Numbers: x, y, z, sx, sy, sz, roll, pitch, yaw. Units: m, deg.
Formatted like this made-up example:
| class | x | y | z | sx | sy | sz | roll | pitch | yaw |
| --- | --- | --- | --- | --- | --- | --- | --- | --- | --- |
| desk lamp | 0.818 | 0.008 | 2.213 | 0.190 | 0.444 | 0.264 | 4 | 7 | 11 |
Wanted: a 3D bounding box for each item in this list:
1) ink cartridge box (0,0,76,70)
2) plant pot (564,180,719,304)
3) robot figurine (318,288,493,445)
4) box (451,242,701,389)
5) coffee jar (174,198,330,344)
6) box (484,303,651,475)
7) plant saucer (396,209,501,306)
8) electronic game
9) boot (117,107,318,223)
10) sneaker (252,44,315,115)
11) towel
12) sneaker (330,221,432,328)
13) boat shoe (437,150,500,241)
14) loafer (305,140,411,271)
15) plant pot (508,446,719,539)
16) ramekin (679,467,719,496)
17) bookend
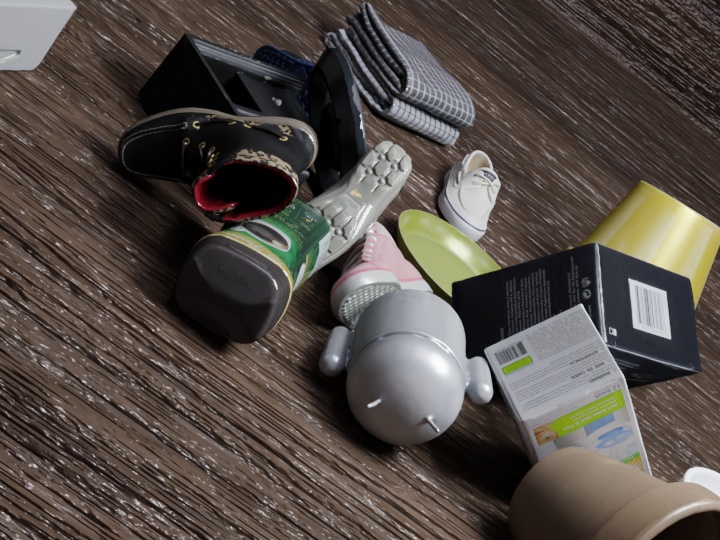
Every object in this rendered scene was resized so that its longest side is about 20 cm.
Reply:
| class | x | y | z | sx | sy | sz | roll | pitch | yaw |
| --- | --- | --- | --- | --- | --- | --- | --- | --- | --- |
| ink cartridge box | -0.399 | -0.295 | 1.583 | 0.200 | 0.083 | 0.145 | 47 | 23 | 12 |
| plant pot | 0.369 | -0.005 | 2.100 | 0.200 | 0.189 | 0.201 | 31 | 6 | -3 |
| robot figurine | 0.045 | 0.093 | 1.556 | 0.169 | 0.113 | 0.200 | 8 | 26 | 0 |
| box | 0.237 | 0.063 | 1.778 | 0.196 | 0.199 | 0.118 | 17 | 64 | -46 |
| coffee jar | -0.101 | -0.006 | 1.527 | 0.104 | 0.086 | 0.200 | 28 | 24 | 3 |
| box | 0.213 | 0.147 | 1.622 | 0.200 | 0.112 | 0.102 | 66 | 0 | -48 |
| plant saucer | 0.115 | 0.007 | 1.938 | 0.200 | 0.031 | 0.200 | 34 | 24 | -17 |
| electronic game | -0.023 | -0.152 | 1.825 | 0.041 | 0.201 | 0.200 | -8 | 41 | -13 |
| boot | -0.143 | -0.100 | 1.540 | 0.199 | 0.074 | 0.151 | 2 | 22 | 0 |
| sneaker | -0.052 | -0.219 | 1.991 | 0.078 | 0.070 | 0.200 | 15 | 20 | -49 |
| towel | 0.062 | -0.284 | 2.311 | 0.165 | 0.086 | 0.200 | 17 | 33 | -47 |
| sneaker | 0.000 | 0.000 | 1.703 | 0.105 | 0.075 | 0.200 | 53 | 17 | 16 |
| boat shoe | 0.153 | -0.107 | 2.155 | 0.071 | 0.070 | 0.200 | 37 | 22 | -10 |
| loafer | -0.021 | -0.055 | 1.688 | 0.070 | 0.070 | 0.200 | 44 | 66 | 11 |
| plant pot | 0.234 | 0.255 | 1.506 | 0.200 | 0.201 | 0.175 | 20 | 14 | -42 |
| ramekin | 0.392 | 0.318 | 1.730 | 0.200 | 0.098 | 0.201 | 35 | 23 | -17 |
| bookend | -0.109 | -0.139 | 1.757 | 0.198 | 0.092 | 0.200 | 14 | 36 | -49 |
